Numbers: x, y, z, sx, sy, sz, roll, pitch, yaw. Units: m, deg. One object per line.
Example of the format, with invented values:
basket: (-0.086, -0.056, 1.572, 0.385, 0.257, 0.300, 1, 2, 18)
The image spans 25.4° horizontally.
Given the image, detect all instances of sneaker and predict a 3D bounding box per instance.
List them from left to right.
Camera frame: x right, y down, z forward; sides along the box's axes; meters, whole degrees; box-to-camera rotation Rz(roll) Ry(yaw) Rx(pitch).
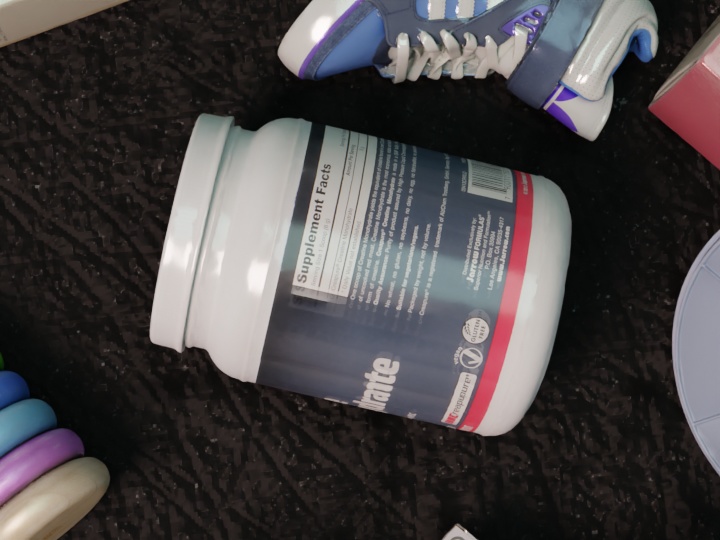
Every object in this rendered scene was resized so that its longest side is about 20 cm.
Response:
sneaker: (0.072, -0.123, 0.891, 0.199, 0.081, 0.147, -33, 83, -13)

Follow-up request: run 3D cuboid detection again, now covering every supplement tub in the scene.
supplement tub: (0.000, 0.000, 0.840, 0.199, 0.140, 0.141, 13, 82, -3)

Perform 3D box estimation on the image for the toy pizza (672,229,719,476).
toy pizza: (0.260, 0.053, 0.854, 0.032, 0.200, 0.201, -20, 83, -49)

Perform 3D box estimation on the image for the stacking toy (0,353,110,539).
stacking toy: (-0.224, 0.060, 0.851, 0.085, 0.085, 0.200, -38, 81, -8)

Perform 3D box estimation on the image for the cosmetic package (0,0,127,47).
cosmetic package: (-0.156, -0.201, 0.886, 0.199, 0.073, 0.104, -20, 85, -7)

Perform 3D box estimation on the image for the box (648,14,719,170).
box: (0.283, -0.085, 0.889, 0.200, 0.109, 0.128, 40, 81, 1)

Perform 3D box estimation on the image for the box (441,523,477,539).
box: (0.031, 0.248, 0.832, 0.116, 0.060, 0.200, 37, 81, 27)
